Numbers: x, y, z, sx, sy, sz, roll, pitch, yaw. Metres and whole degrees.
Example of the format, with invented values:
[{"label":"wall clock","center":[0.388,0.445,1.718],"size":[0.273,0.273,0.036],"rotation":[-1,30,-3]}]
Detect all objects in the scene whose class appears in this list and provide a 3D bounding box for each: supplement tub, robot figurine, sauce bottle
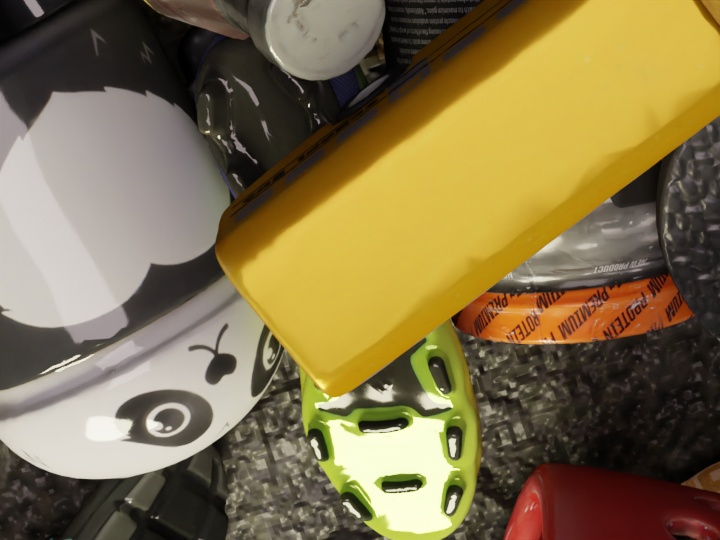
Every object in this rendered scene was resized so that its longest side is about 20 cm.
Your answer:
[{"label":"supplement tub","center":[0.068,-0.082,0.772],"size":[0.122,0.123,0.200],"rotation":[-5,103,2]},{"label":"robot figurine","center":[-0.107,-0.022,0.786],"size":[0.150,0.125,0.200],"rotation":[-25,102,14]},{"label":"sauce bottle","center":[-0.055,-0.117,0.727],"size":[0.066,0.200,0.066],"rotation":[-12,118,-24]}]

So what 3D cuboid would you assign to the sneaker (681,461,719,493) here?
[{"label":"sneaker","center":[0.173,0.061,0.828],"size":[0.115,0.074,0.200],"rotation":[-10,104,0]}]

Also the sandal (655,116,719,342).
[{"label":"sandal","center":[0.161,0.010,0.756],"size":[0.075,0.048,0.200],"rotation":[-38,119,10]}]

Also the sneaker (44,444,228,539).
[{"label":"sneaker","center":[-0.127,0.141,0.849],"size":[0.200,0.079,0.075],"rotation":[-58,138,-8]}]

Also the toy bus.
[{"label":"toy bus","center":[0.052,-0.050,0.676],"size":[0.200,0.078,0.065],"rotation":[-37,100,8]}]

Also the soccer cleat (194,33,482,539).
[{"label":"soccer cleat","center":[0.001,-0.001,0.773],"size":[0.065,0.084,0.200],"rotation":[-15,108,19]}]

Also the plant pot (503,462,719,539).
[{"label":"plant pot","center":[0.130,0.178,0.741],"size":[0.182,0.200,0.201],"rotation":[11,103,-2]}]
